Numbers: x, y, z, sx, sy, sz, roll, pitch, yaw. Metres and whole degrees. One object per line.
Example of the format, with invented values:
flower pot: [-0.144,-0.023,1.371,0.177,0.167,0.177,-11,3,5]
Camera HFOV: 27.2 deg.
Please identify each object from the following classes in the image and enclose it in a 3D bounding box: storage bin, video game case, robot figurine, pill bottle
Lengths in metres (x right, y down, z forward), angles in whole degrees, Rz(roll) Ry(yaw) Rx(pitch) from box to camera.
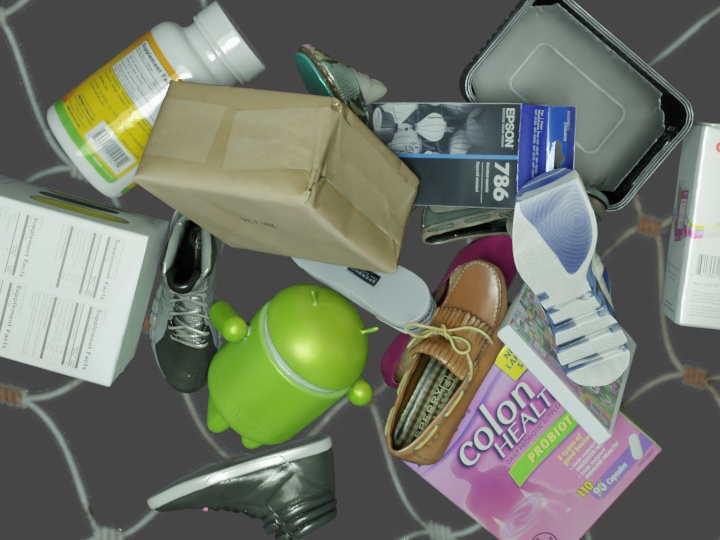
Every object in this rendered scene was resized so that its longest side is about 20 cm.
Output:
storage bin: [0.208,-0.167,1.454,0.200,0.094,0.135,39,96,-6]
video game case: [0.204,0.067,1.437,0.143,0.200,0.018,47,118,-6]
robot figurine: [-0.072,0.093,1.457,0.175,0.116,0.200,29,129,-23]
pill bottle: [-0.195,-0.170,1.447,0.200,0.111,0.111,-36,96,5]

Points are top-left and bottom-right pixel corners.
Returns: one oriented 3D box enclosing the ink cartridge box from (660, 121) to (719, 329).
ink cartridge box: [0.387,-0.044,1.474,0.144,0.085,0.201,6,99,-1]

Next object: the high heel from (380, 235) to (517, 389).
high heel: [0.097,0.041,1.481,0.067,0.096,0.200,38,97,-5]

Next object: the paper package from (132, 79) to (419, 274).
paper package: [-0.072,-0.083,1.363,0.199,0.191,0.104,9,74,31]

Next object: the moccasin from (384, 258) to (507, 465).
moccasin: [0.077,0.083,1.390,0.073,0.078,0.202,29,90,28]

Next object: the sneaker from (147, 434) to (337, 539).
sneaker: [-0.114,0.242,1.523,0.199,0.071,0.100,-16,93,-2]

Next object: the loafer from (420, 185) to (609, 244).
loafer: [0.146,-0.048,1.440,0.199,0.072,0.063,4,67,38]

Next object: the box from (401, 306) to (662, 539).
box: [0.163,0.167,1.485,0.200,0.097,0.176,41,97,-13]

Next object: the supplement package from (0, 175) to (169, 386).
supplement package: [-0.309,0.003,1.451,0.199,0.152,0.151,15,97,-2]

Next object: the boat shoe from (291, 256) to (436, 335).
boat shoe: [0.000,0.000,1.477,0.200,0.070,0.071,34,81,28]

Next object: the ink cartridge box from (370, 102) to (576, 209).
ink cartridge box: [0.102,-0.108,1.396,0.199,0.039,0.100,2,93,26]

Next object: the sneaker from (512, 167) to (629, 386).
sneaker: [0.187,-0.002,1.372,0.080,0.115,0.200,-17,111,6]

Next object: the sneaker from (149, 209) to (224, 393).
sneaker: [-0.177,0.031,1.472,0.075,0.116,0.201,4,98,0]

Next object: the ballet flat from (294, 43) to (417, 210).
ballet flat: [0.005,-0.143,1.478,0.071,0.069,0.201,-29,101,-14]
